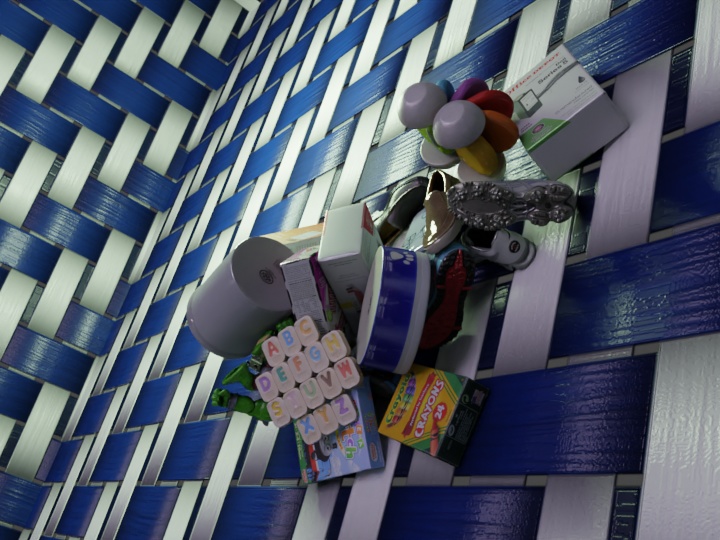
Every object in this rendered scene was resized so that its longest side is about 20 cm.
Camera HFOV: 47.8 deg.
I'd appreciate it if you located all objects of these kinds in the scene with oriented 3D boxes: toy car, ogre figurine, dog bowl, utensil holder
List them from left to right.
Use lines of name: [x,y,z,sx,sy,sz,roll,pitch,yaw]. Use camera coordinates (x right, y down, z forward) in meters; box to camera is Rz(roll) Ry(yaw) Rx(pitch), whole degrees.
utensil holder: [-0.217,0.052,1.546,0.200,0.169,0.171,-42,30,46]
ogre figurine: [-0.166,0.196,1.479,0.200,0.120,0.098,-50,12,-25]
dog bowl: [0.051,0.063,1.318,0.200,0.078,0.201,-169,90,-85]
toy car: [0.168,-0.240,1.308,0.150,0.175,0.200,-49,52,-5]

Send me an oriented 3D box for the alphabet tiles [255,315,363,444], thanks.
alphabet tiles: [-0.090,0.186,1.379,0.200,0.015,0.196,-33,75,26]

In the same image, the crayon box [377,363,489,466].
crayon box: [0.102,0.218,1.271,0.200,0.051,0.127,3,66,61]

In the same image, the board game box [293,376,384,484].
board game box: [-0.044,0.281,1.412,0.200,0.036,0.152,-28,67,46]

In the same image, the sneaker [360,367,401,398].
sneaker: [0.001,0.209,1.443,0.200,0.073,0.082,4,89,51]

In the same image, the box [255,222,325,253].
box: [-0.102,-0.030,1.695,0.152,0.199,0.107,16,118,63]

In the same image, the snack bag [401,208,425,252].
snack bag: [0.146,-0.092,1.469,0.188,0.021,0.200,-36,17,36]

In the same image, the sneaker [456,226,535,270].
sneaker: [0.196,-0.052,1.344,0.200,0.088,0.074,4,68,63]

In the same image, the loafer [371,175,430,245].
loafer: [0.080,-0.109,1.632,0.200,0.073,0.073,-49,34,40]

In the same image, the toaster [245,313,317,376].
toaster: [-0.128,0.141,1.643,0.201,0.118,0.181,-64,19,-10]

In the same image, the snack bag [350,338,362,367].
snack bag: [-0.034,0.168,1.592,0.200,0.021,0.189,11,74,63]

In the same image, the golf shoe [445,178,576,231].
golf shoe: [0.237,-0.109,1.272,0.199,0.079,0.097,6,21,20]

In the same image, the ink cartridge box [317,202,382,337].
ink cartridge box: [0.000,0.000,1.490,0.083,0.200,0.146,-12,40,15]

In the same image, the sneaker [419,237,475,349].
sneaker: [0.134,0.037,1.340,0.096,0.079,0.201,-105,31,-60]

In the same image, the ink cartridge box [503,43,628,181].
ink cartridge box: [0.320,-0.258,1.316,0.145,0.084,0.200,-38,32,18]

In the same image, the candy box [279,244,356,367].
candy box: [-0.072,0.064,1.453,0.061,0.201,0.136,-12,10,15]

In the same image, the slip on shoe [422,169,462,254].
slip on shoe: [0.130,-0.101,1.337,0.076,0.061,0.200,-34,20,37]
